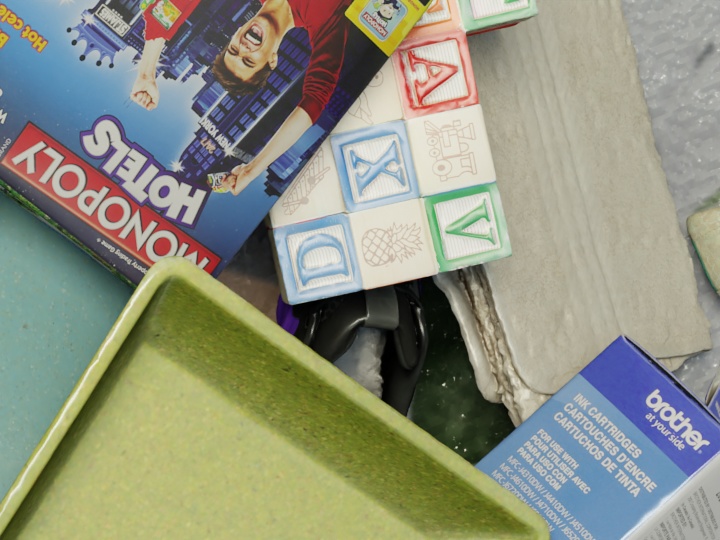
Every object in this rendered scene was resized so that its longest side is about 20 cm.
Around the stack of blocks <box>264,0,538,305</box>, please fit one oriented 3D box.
[{"bbox_3d":[0.005,-0.097,0.840,0.114,0.059,0.201,-12,92,-4],"label":"stack of blocks"}]

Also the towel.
[{"bbox_3d":[0.078,-0.042,0.936,0.132,0.034,0.201,-13,88,-43],"label":"towel"}]

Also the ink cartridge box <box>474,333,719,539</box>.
[{"bbox_3d":[0.094,0.120,0.906,0.200,0.137,0.076,-39,55,-6],"label":"ink cartridge box"}]

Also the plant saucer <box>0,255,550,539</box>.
[{"bbox_3d":[-0.057,0.124,0.783,0.199,0.048,0.201,37,81,-29],"label":"plant saucer"}]

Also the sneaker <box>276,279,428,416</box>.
[{"bbox_3d":[0.001,0.000,0.914,0.069,0.099,0.202,3,94,-11],"label":"sneaker"}]

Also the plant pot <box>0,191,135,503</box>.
[{"bbox_3d":[-0.152,0.017,0.847,0.199,0.200,0.136,24,92,-5],"label":"plant pot"}]

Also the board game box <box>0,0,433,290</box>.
[{"bbox_3d":[-0.108,-0.084,0.748,0.200,0.062,0.200,40,88,-30],"label":"board game box"}]

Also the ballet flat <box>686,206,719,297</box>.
[{"bbox_3d":[0.228,-0.059,0.968,0.200,0.067,0.062,-36,83,-6],"label":"ballet flat"}]
